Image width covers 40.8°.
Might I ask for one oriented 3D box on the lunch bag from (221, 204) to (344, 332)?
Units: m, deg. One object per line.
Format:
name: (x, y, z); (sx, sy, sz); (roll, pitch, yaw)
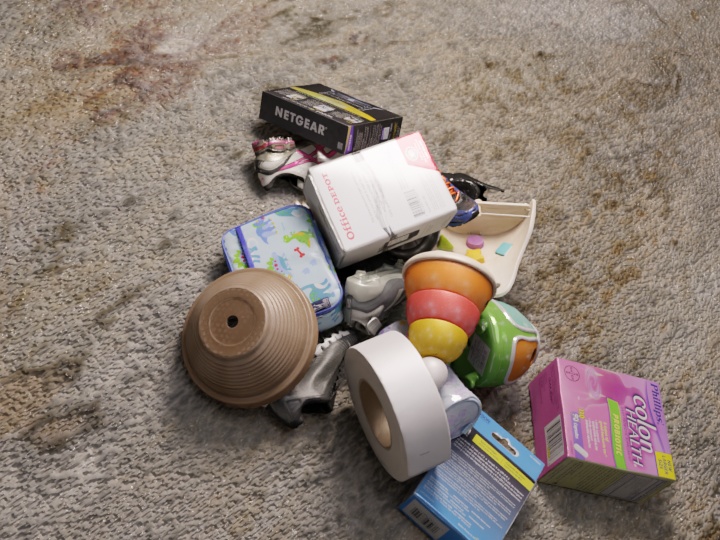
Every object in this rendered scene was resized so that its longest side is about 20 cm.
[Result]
lunch bag: (-0.120, 0.010, 1.471); (0.159, 0.083, 0.202); (-18, 63, -4)

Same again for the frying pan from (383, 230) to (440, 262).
frying pan: (0.081, -0.108, 1.574); (0.114, 0.031, 0.192); (12, 92, 13)

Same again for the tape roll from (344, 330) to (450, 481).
tape roll: (0.050, 0.191, 1.364); (0.070, 0.203, 0.204); (-19, 66, -18)

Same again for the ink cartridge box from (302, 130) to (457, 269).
ink cartridge box: (0.026, -0.109, 1.498); (0.198, 0.083, 0.146); (-21, 77, -17)

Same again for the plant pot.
plant pot: (-0.165, 0.083, 1.350); (0.198, 0.093, 0.203); (-4, 69, 11)

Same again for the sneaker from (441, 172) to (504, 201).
sneaker: (0.155, -0.148, 1.747); (0.198, 0.061, 0.104); (12, 10, 15)

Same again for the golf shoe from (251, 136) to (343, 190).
golf shoe: (-0.097, -0.183, 1.665); (0.198, 0.072, 0.093); (-9, 92, -35)

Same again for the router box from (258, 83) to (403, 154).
router box: (-0.051, -0.265, 1.671); (0.199, 0.053, 0.157); (27, 28, 31)

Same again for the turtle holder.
turtle holder: (0.203, 0.114, 1.560); (0.130, 0.185, 0.143); (0, 89, -25)

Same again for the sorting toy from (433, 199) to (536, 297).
sorting toy: (0.192, -0.030, 1.634); (0.197, 0.107, 0.181); (4, 49, 7)

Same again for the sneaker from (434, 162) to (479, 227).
sneaker: (0.115, -0.137, 1.605); (0.199, 0.079, 0.075); (33, 53, 32)

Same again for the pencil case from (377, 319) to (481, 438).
pencil case: (0.099, 0.162, 1.455); (0.090, 0.083, 0.200); (19, 23, -46)

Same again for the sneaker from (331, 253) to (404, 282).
sneaker: (-0.001, 0.002, 1.574); (0.198, 0.060, 0.105); (-3, 54, -32)

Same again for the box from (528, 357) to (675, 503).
box: (0.385, 0.258, 1.556); (0.198, 0.097, 0.177); (15, 51, -16)

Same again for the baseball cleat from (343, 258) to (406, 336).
baseball cleat: (0.033, 0.043, 1.503); (0.069, 0.108, 0.199); (22, 17, 35)

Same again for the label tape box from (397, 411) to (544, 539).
label tape box: (0.167, 0.319, 1.429); (0.143, 0.066, 0.200); (40, 47, 5)

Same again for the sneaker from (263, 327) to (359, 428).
sneaker: (-0.060, 0.164, 1.429); (0.091, 0.067, 0.200); (48, 54, 7)

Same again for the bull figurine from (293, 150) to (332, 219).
bull figurine: (-0.027, -0.133, 1.591); (0.120, 0.066, 0.201); (15, 49, 10)

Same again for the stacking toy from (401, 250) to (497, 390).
stacking toy: (0.114, 0.087, 1.407); (0.145, 0.146, 0.202); (21, 62, -11)
